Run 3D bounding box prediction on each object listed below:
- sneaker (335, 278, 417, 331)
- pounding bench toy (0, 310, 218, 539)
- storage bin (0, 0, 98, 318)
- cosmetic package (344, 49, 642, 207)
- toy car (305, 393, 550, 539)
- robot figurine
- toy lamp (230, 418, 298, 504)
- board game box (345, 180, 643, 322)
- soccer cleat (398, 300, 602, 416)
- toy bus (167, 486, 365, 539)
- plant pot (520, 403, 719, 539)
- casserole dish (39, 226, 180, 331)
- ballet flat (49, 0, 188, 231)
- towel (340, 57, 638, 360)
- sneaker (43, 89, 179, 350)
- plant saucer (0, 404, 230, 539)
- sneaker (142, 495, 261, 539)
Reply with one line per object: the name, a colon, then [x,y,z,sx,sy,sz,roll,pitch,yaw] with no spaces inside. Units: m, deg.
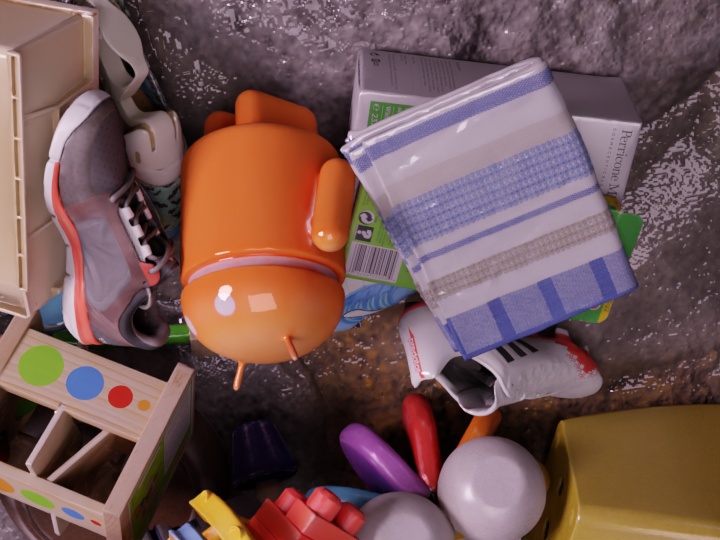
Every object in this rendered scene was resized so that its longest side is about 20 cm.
sneaker: [0.000,0.000,1.059,0.200,0.078,0.090,-15,155,-7]
pounding bench toy: [-0.208,0.093,1.048,0.156,0.200,0.124,22,151,5]
storage bin: [-0.290,-0.090,0.946,0.200,0.094,0.199,14,119,15]
cosmetic package: [0.090,-0.089,0.999,0.200,0.085,0.108,5,120,-3]
toy car: [0.044,0.178,1.098,0.200,0.175,0.150,-29,75,-13]
robot figurine: [-0.067,-0.023,0.954,0.144,0.200,0.117,-6,159,9]
toy lamp: [-0.064,0.218,1.107,0.058,0.200,0.058,-14,160,-5]
board game box: [0.091,-0.022,0.976,0.200,0.030,0.096,12,122,-5]
soccer cleat: [0.110,0.079,1.063,0.200,0.085,0.069,24,140,-34]
toy bus: [-0.092,0.224,0.974,0.200,0.136,0.192,33,93,-38]
plant pot: [0.232,0.222,1.102,0.176,0.200,0.200,12,116,-4]
casserole dish: [-0.216,-0.029,1.047,0.200,0.039,0.121,-40,111,18]
ballet flat: [-0.164,-0.118,0.965,0.074,0.074,0.200,-23,107,10]
towel: [0.092,-0.038,0.939,0.147,0.024,0.200,-23,121,11]
sneaker: [-0.157,-0.030,0.934,0.082,0.077,0.200,15,130,17]
plant saucer: [-0.210,0.181,1.158,0.200,0.032,0.200,0,117,-1]
sneaker: [-0.144,0.255,1.148,0.199,0.081,0.115,-2,146,-39]
